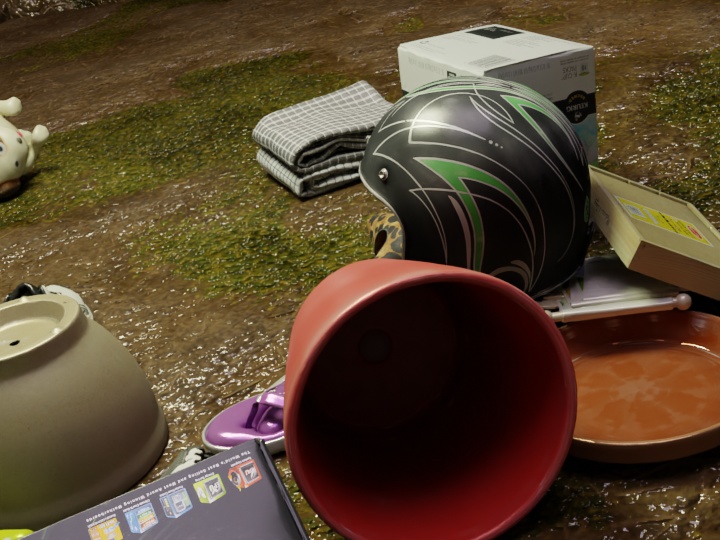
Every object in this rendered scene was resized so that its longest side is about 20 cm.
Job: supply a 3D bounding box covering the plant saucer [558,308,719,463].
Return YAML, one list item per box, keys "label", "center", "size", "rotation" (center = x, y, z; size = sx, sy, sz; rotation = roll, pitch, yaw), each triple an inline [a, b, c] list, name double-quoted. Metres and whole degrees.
- label: "plant saucer"
  center: [0.214, 0.089, 0.863]
  size: [0.197, 0.033, 0.201]
  rotation: [-10, 24, 4]

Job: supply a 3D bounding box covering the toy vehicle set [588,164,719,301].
- label: "toy vehicle set"
  center: [0.269, -0.034, 1.000]
  size: [0.123, 0.027, 0.200]
  rotation: [19, 21, -11]

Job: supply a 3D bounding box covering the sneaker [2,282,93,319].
- label: "sneaker"
  center: [-0.327, 0.044, 1.161]
  size: [0.075, 0.089, 0.200]
  rotation: [-16, 23, -3]

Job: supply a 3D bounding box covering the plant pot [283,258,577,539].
- label: "plant pot"
  center: [0.030, 0.078, 0.806]
  size: [0.198, 0.203, 0.177]
  rotation: [-16, 16, -9]

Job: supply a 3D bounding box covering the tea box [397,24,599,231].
- label: "tea box"
  center: [0.146, -0.144, 1.195]
  size: [0.132, 0.199, 0.200]
  rotation: [-16, 23, -18]

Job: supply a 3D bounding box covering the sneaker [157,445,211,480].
- label: "sneaker"
  center: [-0.148, 0.190, 0.778]
  size: [0.089, 0.067, 0.201]
  rotation: [-8, 26, 4]

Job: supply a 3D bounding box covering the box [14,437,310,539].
- label: "box"
  center: [-0.117, 0.209, 0.656]
  size: [0.198, 0.049, 0.162]
  rotation: [-20, 60, -16]

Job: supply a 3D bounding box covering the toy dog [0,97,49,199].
- label: "toy dog"
  center: [-0.584, -0.189, 1.743]
  size: [0.193, 0.141, 0.200]
  rotation: [-35, 30, -16]

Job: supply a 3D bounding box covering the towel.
- label: "towel"
  center: [-0.031, -0.180, 1.507]
  size: [0.198, 0.087, 0.165]
  rotation: [-21, 26, -19]

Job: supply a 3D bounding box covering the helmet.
- label: "helmet"
  center: [0.104, -0.079, 1.003]
  size: [0.197, 0.193, 0.200]
  rotation: [-16, 19, 6]

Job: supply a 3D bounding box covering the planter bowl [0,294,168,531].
- label: "planter bowl"
  center: [-0.276, 0.105, 0.944]
  size: [0.197, 0.136, 0.201]
  rotation: [-11, 25, 5]

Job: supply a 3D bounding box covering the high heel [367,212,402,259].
- label: "high heel"
  center: [0.000, 0.000, 1.108]
  size: [0.141, 0.072, 0.200]
  rotation: [-13, 32, -16]

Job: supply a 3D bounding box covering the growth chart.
- label: "growth chart"
  center: [0.229, 0.010, 1.003]
  size: [0.143, 0.018, 0.200]
  rotation: [-6, 13, 18]

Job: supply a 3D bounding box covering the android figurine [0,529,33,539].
- label: "android figurine"
  center: [-0.285, 0.237, 0.763]
  size: [0.198, 0.042, 0.182]
  rotation: [-10, 23, 21]

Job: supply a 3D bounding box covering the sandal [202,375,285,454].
- label: "sandal"
  center: [-0.038, 0.102, 0.936]
  size: [0.200, 0.050, 0.083]
  rotation: [-14, 24, -3]
